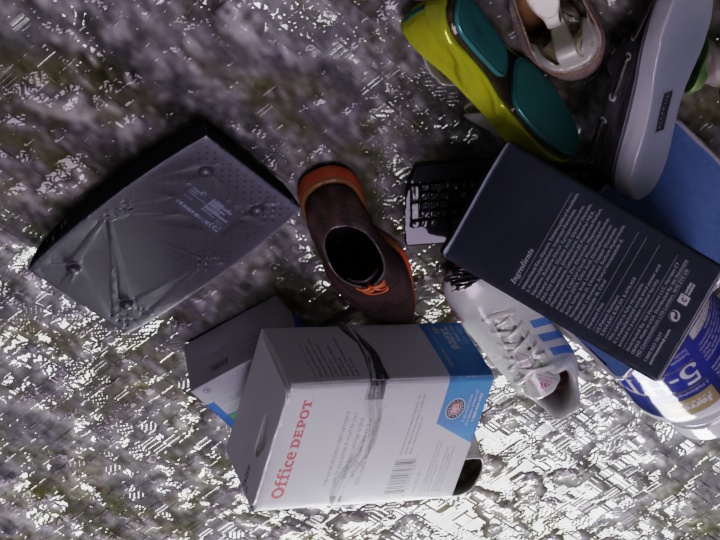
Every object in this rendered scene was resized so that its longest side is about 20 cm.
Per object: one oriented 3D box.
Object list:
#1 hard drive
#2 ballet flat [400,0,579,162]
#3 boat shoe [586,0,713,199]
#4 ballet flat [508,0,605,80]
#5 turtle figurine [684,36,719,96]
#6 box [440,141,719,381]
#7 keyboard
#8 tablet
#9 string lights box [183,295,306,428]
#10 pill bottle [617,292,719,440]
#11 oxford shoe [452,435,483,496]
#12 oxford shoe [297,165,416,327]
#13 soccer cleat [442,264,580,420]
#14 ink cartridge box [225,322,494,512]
[{"bbox_3d":[-0.163,-0.037,1.663,0.200,0.042,0.135,-35,133,21],"label":"hard drive"},{"bbox_3d":[0.101,-0.151,1.609,0.067,0.067,0.200,-15,139,33],"label":"ballet flat"},{"bbox_3d":[0.226,-0.159,1.617,0.070,0.066,0.201,-18,127,-45],"label":"boat shoe"},{"bbox_3d":[0.146,-0.199,1.557,0.068,0.067,0.200,-24,137,11],"label":"ballet flat"},{"bbox_3d":[0.348,-0.103,1.657,0.193,0.144,0.200,24,122,-29],"label":"turtle figurine"},{"bbox_3d":[0.174,-0.009,1.629,0.199,0.148,0.107,30,92,0],"label":"box"},{"bbox_3d":[0.135,-0.039,1.734,0.199,0.021,0.128,-5,120,-9],"label":"keyboard"},{"bbox_3d":[0.244,-0.017,1.715,0.200,0.130,0.014,-47,174,15],"label":"tablet"},{"bbox_3d":[-0.064,0.118,1.840,0.102,0.059,0.200,-27,136,14],"label":"string lights box"},{"bbox_3d":[0.285,0.069,1.837,0.119,0.120,0.200,-28,135,15],"label":"pill bottle"},{"bbox_3d":[0.071,0.148,1.910,0.075,0.058,0.200,-19,135,9],"label":"oxford shoe"},{"bbox_3d":[0.000,0.000,1.723,0.071,0.073,0.200,-24,137,10],"label":"oxford shoe"},{"bbox_3d":[0.145,0.064,1.818,0.070,0.087,0.200,-31,134,18],"label":"soccer cleat"},{"bbox_3d":[-0.002,0.127,1.768,0.199,0.084,0.146,-1,128,-26],"label":"ink cartridge box"}]
